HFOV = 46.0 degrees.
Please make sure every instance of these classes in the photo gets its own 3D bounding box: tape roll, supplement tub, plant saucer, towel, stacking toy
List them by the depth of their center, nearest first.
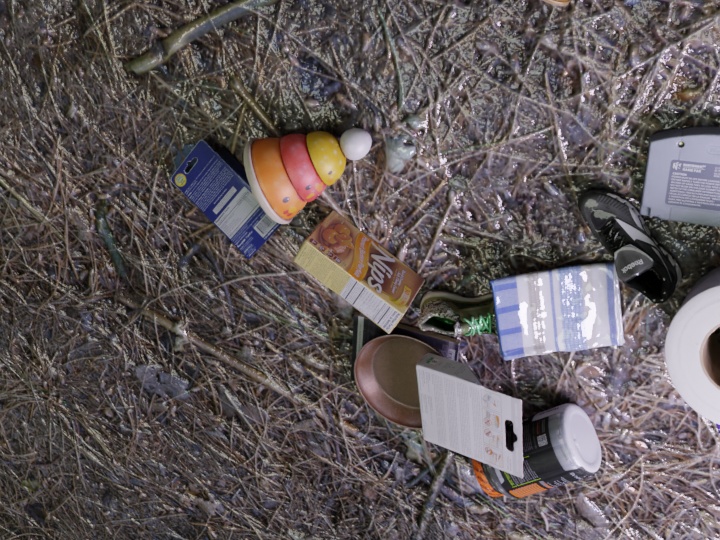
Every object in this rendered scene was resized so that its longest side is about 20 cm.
[{"bbox_3d":[0.531,0.099,1.166,0.200,0.139,0.207,9,108,28],"label":"tape roll"},{"bbox_3d":[0.307,0.065,1.319,0.196,0.024,0.149,-8,115,8],"label":"towel"},{"bbox_3d":[-0.074,-0.174,1.347,0.197,0.147,0.148,-22,108,17],"label":"stacking toy"},{"bbox_3d":[0.295,0.312,1.441,0.198,0.123,0.123,-28,104,35],"label":"supplement tub"},{"bbox_3d":[0.085,0.190,1.504,0.197,0.037,0.203,11,123,18],"label":"plant saucer"}]

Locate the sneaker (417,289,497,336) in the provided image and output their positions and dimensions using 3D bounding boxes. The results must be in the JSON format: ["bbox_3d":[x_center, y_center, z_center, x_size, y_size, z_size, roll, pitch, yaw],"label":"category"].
[{"bbox_3d":[0.181,0.087,1.384,0.196,0.089,0.078,2,119,24],"label":"sneaker"}]

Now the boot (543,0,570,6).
[{"bbox_3d":[0.220,-0.447,1.066,0.201,0.071,0.145,41,130,4],"label":"boot"}]

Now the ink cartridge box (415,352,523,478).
[{"bbox_3d":[0.188,0.237,1.404,0.197,0.050,0.164,13,124,33],"label":"ink cartridge box"}]

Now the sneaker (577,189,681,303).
[{"bbox_3d":[0.386,-0.031,1.218,0.200,0.091,0.066,47,126,-6],"label":"sneaker"}]

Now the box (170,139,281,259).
[{"bbox_3d":[-0.230,-0.128,1.488,0.200,0.032,0.121,45,126,-6],"label":"box"}]

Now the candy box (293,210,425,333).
[{"bbox_3d":[0.000,0.000,1.402,0.199,0.116,0.056,36,128,2],"label":"candy box"}]

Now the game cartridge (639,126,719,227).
[{"bbox_3d":[0.488,-0.125,1.150,0.197,0.041,0.135,10,125,20],"label":"game cartridge"}]

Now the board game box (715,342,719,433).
[{"bbox_3d":[0.610,0.161,1.248,0.197,0.034,0.137,-15,103,32],"label":"board game box"}]

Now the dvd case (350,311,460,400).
[{"bbox_3d":[0.077,0.162,1.523,0.197,0.016,0.151,14,124,16],"label":"dvd case"}]
